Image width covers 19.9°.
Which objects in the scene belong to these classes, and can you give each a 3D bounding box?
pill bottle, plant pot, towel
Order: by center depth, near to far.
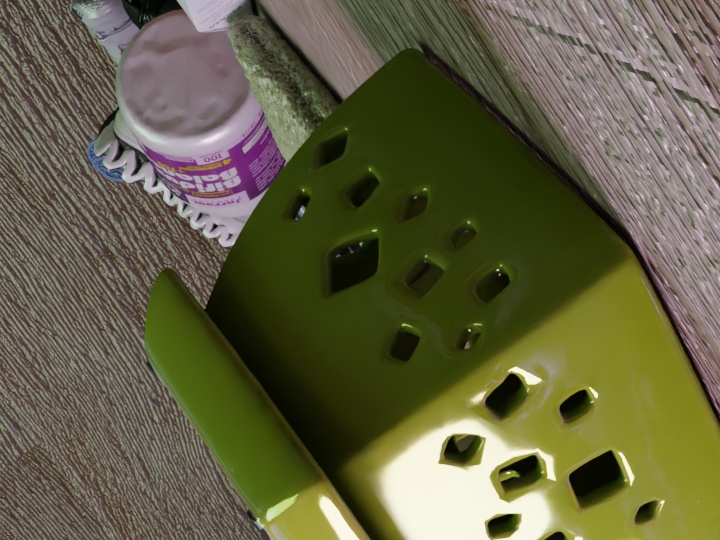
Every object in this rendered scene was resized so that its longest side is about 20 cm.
[{"bbox_3d":[0.031,0.059,0.890,0.200,0.181,0.200,47,171,50],"label":"plant pot"},{"bbox_3d":[-0.016,-0.071,1.330,0.200,0.036,0.149,52,174,35],"label":"towel"},{"bbox_3d":[-0.113,-0.110,1.554,0.113,0.112,0.200,53,175,18],"label":"pill bottle"}]

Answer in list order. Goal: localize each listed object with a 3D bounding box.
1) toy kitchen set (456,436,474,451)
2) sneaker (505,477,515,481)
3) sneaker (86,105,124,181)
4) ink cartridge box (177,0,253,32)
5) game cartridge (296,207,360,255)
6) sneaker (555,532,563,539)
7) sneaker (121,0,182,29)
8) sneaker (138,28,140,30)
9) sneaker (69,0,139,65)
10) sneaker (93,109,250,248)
[{"bbox_3d":[0.049,0.206,1.802,0.201,0.162,0.180,57,174,-2],"label":"toy kitchen set"},{"bbox_3d":[0.136,0.197,1.617,0.072,0.073,0.200,13,165,-2],"label":"sneaker"},{"bbox_3d":[-0.156,-0.141,1.769,0.199,0.078,0.070,-17,122,41],"label":"sneaker"},{"bbox_3d":[-0.134,-0.223,1.358,0.161,0.047,0.200,54,173,10],"label":"ink cartridge box"},{"bbox_3d":[0.000,0.000,1.692,0.201,0.040,0.133,55,179,0],"label":"game cartridge"},{"bbox_3d":[0.133,0.214,1.333,0.200,0.104,0.060,58,173,-36],"label":"sneaker"},{"bbox_3d":[-0.155,-0.205,1.627,0.104,0.060,0.200,49,178,10],"label":"sneaker"},{"bbox_3d":[-0.157,-0.154,1.860,0.201,0.085,0.077,57,174,-31],"label":"sneaker"},{"bbox_3d":[-0.230,-0.243,2.072,0.115,0.075,0.200,54,-179,-8],"label":"sneaker"},{"bbox_3d":[-0.123,-0.079,1.684,0.199,0.081,0.075,33,-164,7],"label":"sneaker"}]
